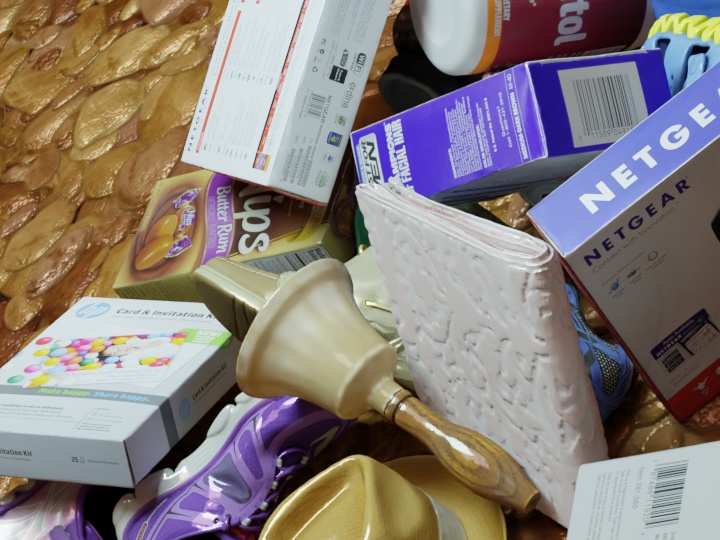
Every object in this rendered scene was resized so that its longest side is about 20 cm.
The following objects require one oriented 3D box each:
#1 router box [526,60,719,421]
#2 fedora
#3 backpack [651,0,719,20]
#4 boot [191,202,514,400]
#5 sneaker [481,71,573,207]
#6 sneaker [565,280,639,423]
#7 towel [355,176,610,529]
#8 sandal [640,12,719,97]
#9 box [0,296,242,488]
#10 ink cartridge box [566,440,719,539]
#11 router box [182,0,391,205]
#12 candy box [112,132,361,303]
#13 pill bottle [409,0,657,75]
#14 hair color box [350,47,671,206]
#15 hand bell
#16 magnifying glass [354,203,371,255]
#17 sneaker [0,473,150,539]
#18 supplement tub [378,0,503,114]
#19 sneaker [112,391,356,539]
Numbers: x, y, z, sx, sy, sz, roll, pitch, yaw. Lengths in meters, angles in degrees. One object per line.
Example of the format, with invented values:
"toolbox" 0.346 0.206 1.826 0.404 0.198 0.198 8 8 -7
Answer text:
"router box" 0.220 -0.030 1.275 0.200 0.180 0.049 -39 43 2
"fedora" -0.006 0.181 1.335 0.200 0.082 0.201 -23 39 20
"backpack" 0.274 -0.240 1.443 0.200 0.168 0.162 -36 23 -22
"boot" 0.000 0.000 1.496 0.200 0.073 0.156 23 65 25
"sneaker" 0.157 -0.072 1.469 0.200 0.081 0.088 22 101 45
"sneaker" 0.100 0.030 1.393 0.078 0.075 0.200 -30 60 -22
"towel" 0.080 0.050 1.311 0.032 0.200 0.191 -29 30 -21
"sandal" 0.216 -0.111 1.353 0.087 0.079 0.200 -63 10 -5
"box" -0.179 0.082 1.540 0.156 0.041 0.200 3 26 27
"ink cartridge box" 0.210 0.167 1.158 0.200 0.084 0.146 -13 44 32
"router box" -0.049 -0.158 1.564 0.179 0.049 0.200 21 94 64
"candy box" -0.082 -0.030 1.653 0.200 0.056 0.117 -11 44 32
"pill bottle" 0.143 -0.205 1.529 0.200 0.113 0.113 -11 31 -20
"hair color box" 0.093 -0.085 1.376 0.109 0.065 0.200 -9 -6 -34
"hand bell" 0.031 0.087 1.344 0.200 0.104 0.104 35 76 25
"magnifying glass" 0.017 0.004 1.548 0.080 0.022 0.200 6 59 27
"sneaker" -0.218 0.192 1.523 0.200 0.081 0.088 -48 44 -13
"supplement tub" 0.095 -0.196 1.629 0.107 0.107 0.200 12 61 47
"sneaker" -0.073 0.147 1.458 0.200 0.081 0.083 -41 48 13
